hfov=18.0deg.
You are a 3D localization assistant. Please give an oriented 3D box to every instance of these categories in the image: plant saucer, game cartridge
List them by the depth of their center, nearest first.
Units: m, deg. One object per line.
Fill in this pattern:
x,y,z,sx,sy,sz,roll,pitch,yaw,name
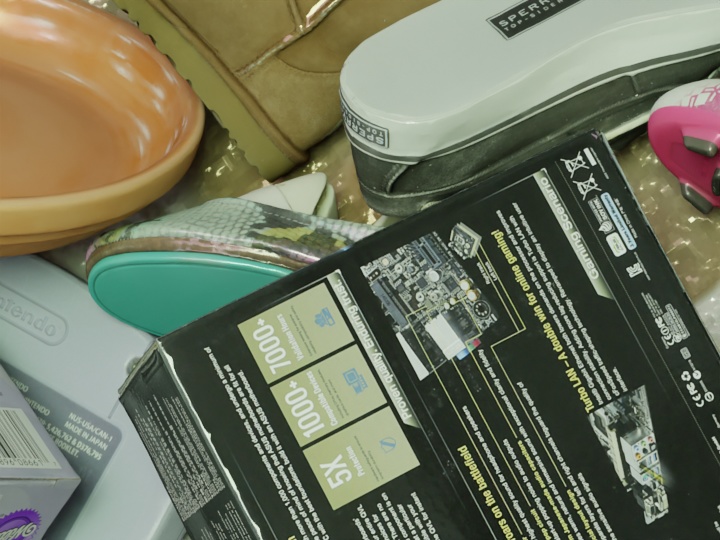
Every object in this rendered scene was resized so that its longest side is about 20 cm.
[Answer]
-0.160,-0.059,0.860,0.200,0.200,0.038,25,122,24,plant saucer
-0.148,0.058,0.887,0.200,0.042,0.133,28,81,24,game cartridge

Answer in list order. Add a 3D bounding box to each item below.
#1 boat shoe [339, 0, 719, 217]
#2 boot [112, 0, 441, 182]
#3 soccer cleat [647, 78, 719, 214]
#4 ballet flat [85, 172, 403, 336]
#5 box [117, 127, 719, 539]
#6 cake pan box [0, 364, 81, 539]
0.085,-0.080,0.826,0.200,0.064,0.071,-22,49,-12,boat shoe
0.000,-0.151,0.844,0.200,0.175,0.066,-36,27,9,boot
0.201,-0.037,0.782,0.200,0.070,0.086,20,68,20,soccer cleat
0.000,0.000,0.841,0.199,0.069,0.071,9,56,15,ballet flat
0.043,0.083,0.720,0.163,0.086,0.200,-27,84,-19,box
-0.215,0.025,0.791,0.184,0.200,0.052,50,117,29,cake pan box
